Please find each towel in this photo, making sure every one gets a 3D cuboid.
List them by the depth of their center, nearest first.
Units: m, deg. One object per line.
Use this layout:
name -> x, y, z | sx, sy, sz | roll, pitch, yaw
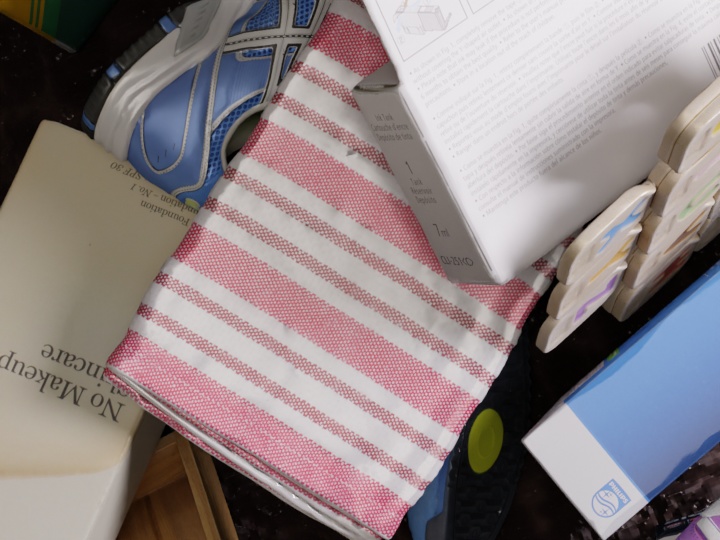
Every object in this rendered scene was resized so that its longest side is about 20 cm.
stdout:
towel -> 0.000, 0.000, 0.928 | 0.146, 0.030, 0.201 | 33, 89, -5

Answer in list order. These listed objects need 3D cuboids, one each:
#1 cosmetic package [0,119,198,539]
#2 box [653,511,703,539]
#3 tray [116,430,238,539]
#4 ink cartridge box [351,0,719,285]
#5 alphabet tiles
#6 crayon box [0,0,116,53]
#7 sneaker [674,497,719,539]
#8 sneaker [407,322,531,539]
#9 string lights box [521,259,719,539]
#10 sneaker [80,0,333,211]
cosmetic package -> -0.137, 0.046, 0.978 | 0.103, 0.073, 0.201 | 20, 72, 6
box -> 0.233, 0.193, 0.970 | 0.158, 0.046, 0.202 | -16, 87, 8
tray -> -0.089, 0.179, 0.971 | 0.098, 0.037, 0.201 | -27, 53, 7
ink cartridge box -> 0.081, -0.120, 0.873 | 0.199, 0.045, 0.177 | -35, 108, -24
alphabet tiles -> 0.150, -0.045, 0.899 | 0.195, 0.200, 0.015 | -42, 75, -16
crayon box -> -0.182, -0.166, 0.952 | 0.125, 0.200, 0.052 | 40, 93, 6
sneaker -> 0.222, 0.169, 0.913 | 0.200, 0.073, 0.114 | 42, 92, 7
sneaker -> 0.033, 0.037, 0.998 | 0.078, 0.066, 0.202 | 5, 97, 34
string lights box -> 0.166, 0.029, 0.952 | 0.200, 0.103, 0.059 | -41, 84, 6
sneaker -> -0.033, -0.106, 0.980 | 0.077, 0.076, 0.200 | 45, 76, 6
